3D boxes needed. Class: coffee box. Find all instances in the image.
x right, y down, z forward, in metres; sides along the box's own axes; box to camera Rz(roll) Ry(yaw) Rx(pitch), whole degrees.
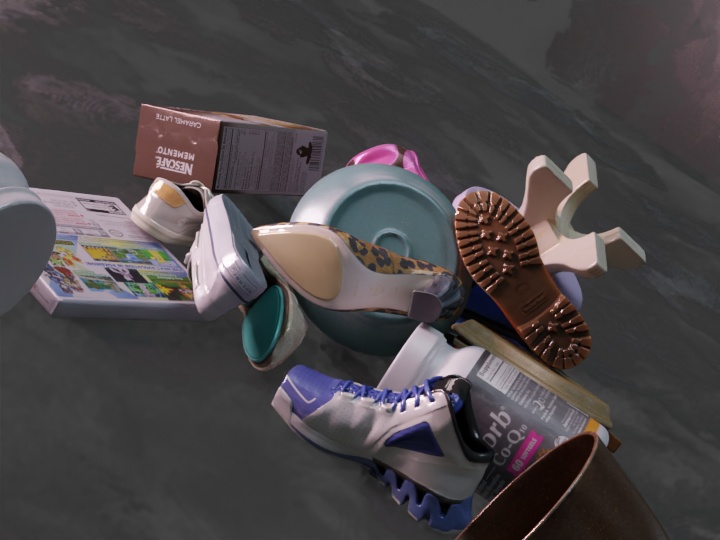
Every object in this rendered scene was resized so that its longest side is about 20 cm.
[{"bbox_3d":[-0.141,-0.130,1.667,0.114,0.080,0.200,14,8,32],"label":"coffee box"}]

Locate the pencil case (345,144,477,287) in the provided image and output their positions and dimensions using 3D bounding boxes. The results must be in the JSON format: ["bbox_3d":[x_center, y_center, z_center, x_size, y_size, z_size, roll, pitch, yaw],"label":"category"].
[{"bbox_3d":[0.054,-0.058,1.639,0.091,0.094,0.200,33,20,-45],"label":"pencil case"}]

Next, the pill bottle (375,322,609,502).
[{"bbox_3d":[0.114,0.140,1.375,0.200,0.116,0.116,32,19,7],"label":"pill bottle"}]

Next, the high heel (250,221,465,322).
[{"bbox_3d":[0.000,0.000,1.443,0.200,0.071,0.143,23,10,11],"label":"high heel"}]

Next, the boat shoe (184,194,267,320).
[{"bbox_3d":[-0.133,-0.014,1.399,0.074,0.067,0.200,52,6,-16],"label":"boat shoe"}]

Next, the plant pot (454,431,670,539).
[{"bbox_3d":[0.177,0.256,1.130,0.200,0.187,0.187,46,20,-1],"label":"plant pot"}]

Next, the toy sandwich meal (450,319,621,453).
[{"bbox_3d":[0.162,0.122,1.495,0.205,0.070,0.205,32,3,-2],"label":"toy sandwich meal"}]

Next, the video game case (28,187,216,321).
[{"bbox_3d":[-0.247,-0.016,1.371,0.182,0.022,0.200,43,22,31],"label":"video game case"}]

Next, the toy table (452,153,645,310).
[{"bbox_3d":[0.211,-0.040,1.661,0.200,0.117,0.184,31,38,-38],"label":"toy table"}]

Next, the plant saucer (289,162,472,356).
[{"bbox_3d":[0.026,-0.016,1.507,0.200,0.200,0.036,27,-19,-11],"label":"plant saucer"}]

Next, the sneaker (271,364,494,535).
[{"bbox_3d":[0.036,0.124,1.299,0.199,0.115,0.081,34,19,9],"label":"sneaker"}]

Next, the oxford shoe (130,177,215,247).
[{"bbox_3d":[-0.166,-0.060,1.519,0.075,0.058,0.200,34,8,12],"label":"oxford shoe"}]

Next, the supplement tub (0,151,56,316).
[{"bbox_3d":[-0.343,-0.058,1.155,0.200,0.140,0.140,39,21,21],"label":"supplement tub"}]

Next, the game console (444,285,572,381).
[{"bbox_3d":[0.151,0.029,1.683,0.200,0.118,0.171,23,10,-20],"label":"game console"}]

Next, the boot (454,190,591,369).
[{"bbox_3d":[0.157,0.012,1.535,0.200,0.075,0.107,60,1,4],"label":"boot"}]

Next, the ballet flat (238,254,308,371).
[{"bbox_3d":[-0.077,0.039,1.422,0.062,0.067,0.200,32,17,-26],"label":"ballet flat"}]
